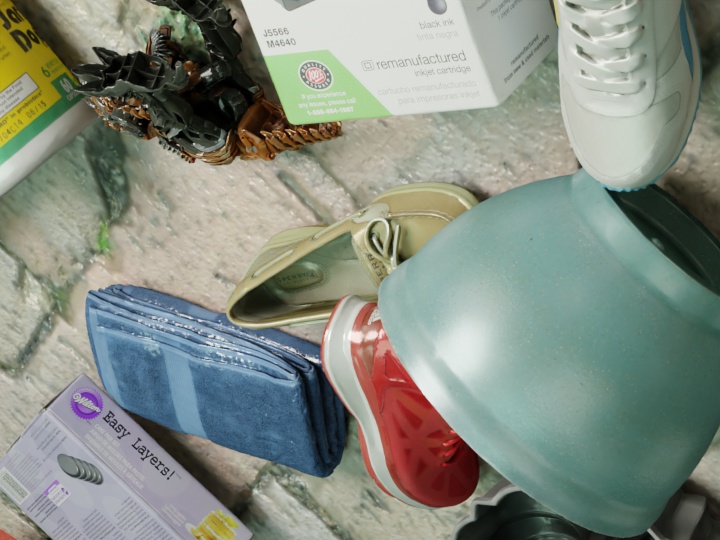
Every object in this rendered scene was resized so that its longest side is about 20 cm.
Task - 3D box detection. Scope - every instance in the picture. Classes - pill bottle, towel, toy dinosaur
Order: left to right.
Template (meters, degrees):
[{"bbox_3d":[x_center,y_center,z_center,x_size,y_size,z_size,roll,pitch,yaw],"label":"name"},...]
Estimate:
[{"bbox_3d":[-0.275,-0.146,1.169,0.200,0.113,0.113,51,137,-8],"label":"pill bottle"},{"bbox_3d":[-0.096,-0.112,1.096,0.199,0.102,0.136,-5,144,23],"label":"toy dinosaur"},{"bbox_3d":[-0.105,0.080,1.269,0.200,0.049,0.112,16,132,27],"label":"towel"}]

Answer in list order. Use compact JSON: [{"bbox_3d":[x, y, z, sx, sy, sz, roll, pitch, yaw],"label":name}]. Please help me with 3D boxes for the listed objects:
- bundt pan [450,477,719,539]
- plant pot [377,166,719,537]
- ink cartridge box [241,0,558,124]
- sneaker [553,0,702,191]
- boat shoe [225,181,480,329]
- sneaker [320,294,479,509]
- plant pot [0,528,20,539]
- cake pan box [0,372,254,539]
[{"bbox_3d":[0.161,0.195,1.140,0.201,0.076,0.202,20,132,24],"label":"bundt pan"},{"bbox_3d":[0.129,0.025,0.965,0.200,0.200,0.134,42,111,1],"label":"plant pot"},{"bbox_3d":[0.002,-0.187,0.947,0.145,0.084,0.200,-1,122,38],"label":"ink cartridge box"},{"bbox_3d":[0.122,-0.134,0.868,0.076,0.081,0.201,9,111,30],"label":"sneaker"},{"bbox_3d":[-0.002,-0.002,1.114,0.200,0.063,0.073,-10,116,42],"label":"boat shoe"},{"bbox_3d":[0.060,0.095,1.110,0.115,0.078,0.200,6,149,32],"label":"sneaker"},{"bbox_3d":[-0.283,0.360,1.499,0.200,0.176,0.200,27,151,16],"label":"plant pot"},{"bbox_3d":[-0.193,0.186,1.398,0.184,0.052,0.200,45,147,-1],"label":"cake pan box"}]
